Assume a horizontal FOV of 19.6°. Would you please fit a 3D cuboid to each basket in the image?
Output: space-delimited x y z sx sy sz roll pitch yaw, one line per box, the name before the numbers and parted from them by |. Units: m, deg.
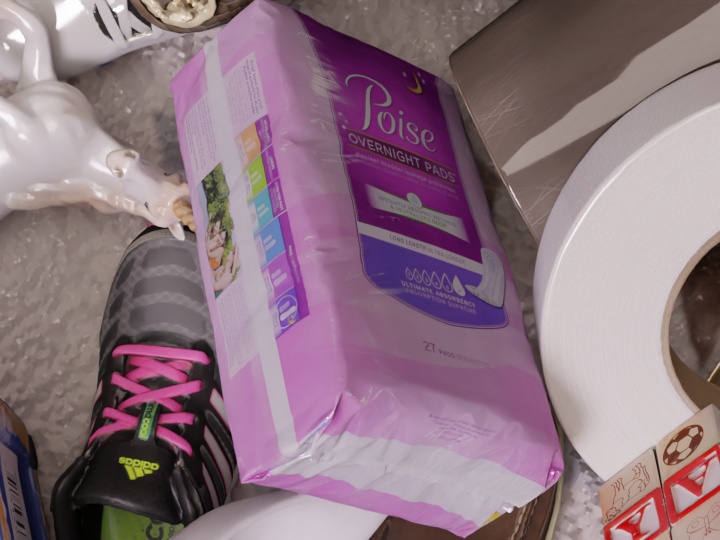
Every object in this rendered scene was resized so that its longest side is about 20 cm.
basket | 0.147 -0.086 0.843 0.199 0.136 0.181 -27 110 8

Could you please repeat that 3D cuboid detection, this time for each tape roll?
tape roll | 0.167 0.013 0.805 0.201 0.037 0.204 0 118 0

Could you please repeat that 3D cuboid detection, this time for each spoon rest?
spoon rest | -0.028 0.101 0.841 0.060 0.100 0.200 19 58 25

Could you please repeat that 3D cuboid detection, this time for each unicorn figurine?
unicorn figurine | -0.154 -0.051 0.887 0.199 0.074 0.138 -19 122 38

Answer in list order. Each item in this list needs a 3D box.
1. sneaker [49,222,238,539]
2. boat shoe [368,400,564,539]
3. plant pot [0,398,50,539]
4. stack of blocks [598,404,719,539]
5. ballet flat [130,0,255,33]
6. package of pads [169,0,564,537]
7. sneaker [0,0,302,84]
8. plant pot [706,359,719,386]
sneaker | -0.086 0.076 0.878 0.073 0.087 0.201 7 86 7
boat shoe | 0.027 0.140 0.868 0.074 0.075 0.203 26 89 7
plant pot | -0.215 0.136 0.831 0.179 0.200 0.201 -13 77 -2
stack of blocks | 0.180 0.159 0.793 0.058 0.115 0.200 -39 109 18
ballet flat | -0.027 -0.158 0.810 0.067 0.046 0.200 42 122 -17
package of pads | 0.000 0.000 0.818 0.076 0.120 0.201 -39 48 32
sneaker | -0.072 -0.132 0.893 0.199 0.073 0.072 -24 120 3
plant pot | 0.230 0.099 0.874 0.198 0.027 0.202 0 87 6
